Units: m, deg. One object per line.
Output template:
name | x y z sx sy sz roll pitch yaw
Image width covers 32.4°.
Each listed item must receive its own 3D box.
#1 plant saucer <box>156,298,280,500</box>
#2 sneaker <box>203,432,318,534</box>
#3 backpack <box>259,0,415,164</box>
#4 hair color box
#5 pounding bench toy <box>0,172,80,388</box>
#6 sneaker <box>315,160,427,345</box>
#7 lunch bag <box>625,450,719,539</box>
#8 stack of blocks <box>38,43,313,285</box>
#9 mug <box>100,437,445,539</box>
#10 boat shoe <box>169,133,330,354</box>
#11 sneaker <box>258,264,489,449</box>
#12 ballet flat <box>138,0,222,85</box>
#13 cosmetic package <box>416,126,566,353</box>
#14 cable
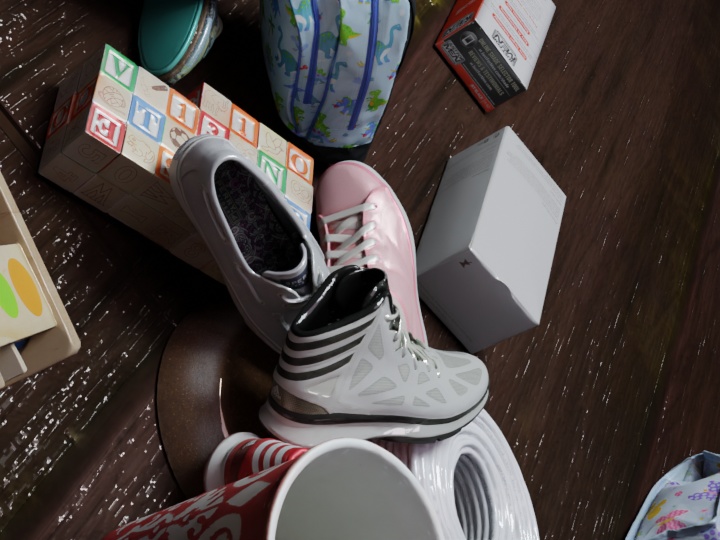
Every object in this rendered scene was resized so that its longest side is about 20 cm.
plant saucer | -0.061 0.110 0.906 0.200 0.037 0.202 29 49 -39
sneaker | -0.023 0.200 0.801 0.078 0.115 0.201 -39 110 -32
backpack | -0.021 -0.205 1.017 0.153 0.200 0.164 5 64 -26
hair color box | 0.157 -0.278 1.407 0.102 0.061 0.201 49 36 -19
pounding bench toy | -0.269 0.033 0.622 0.156 0.199 0.125 -53 118 -86
sneaker | 0.000 0.000 1.001 0.105 0.075 0.202 12 61 -69
lunch bag | 0.372 0.293 1.272 0.171 0.127 0.200 64 28 -3
stack of blocks | -0.127 -0.077 0.908 0.199 0.058 0.116 33 42 -33
mug | -0.058 0.201 0.702 0.133 0.199 0.179 -23 90 -49
boat shoe | -0.057 -0.007 0.855 0.072 0.068 0.201 -34 117 -16
sneaker | 0.028 0.056 0.864 0.199 0.116 0.076 -5 31 -41
ballet flat | -0.136 -0.222 0.994 0.074 0.074 0.202 25 54 -42
cosmetic package | 0.126 -0.033 1.191 0.108 0.085 0.201 48 39 -20
cable | 0.068 0.189 0.961 0.200 0.069 0.202 8 66 -61
